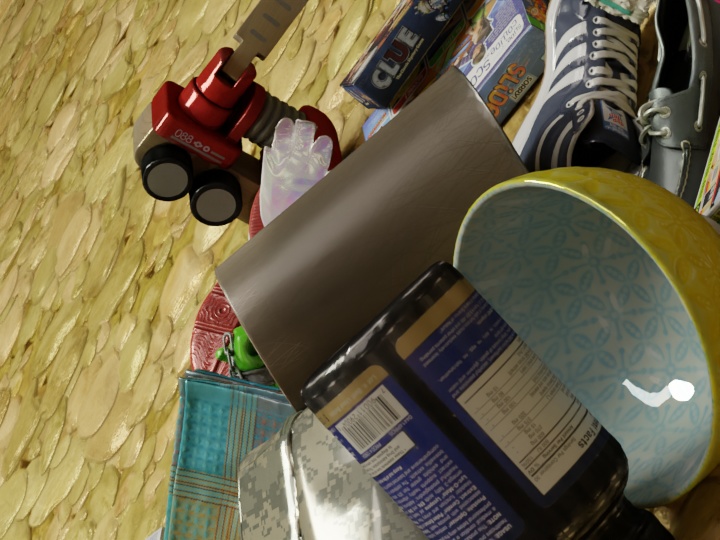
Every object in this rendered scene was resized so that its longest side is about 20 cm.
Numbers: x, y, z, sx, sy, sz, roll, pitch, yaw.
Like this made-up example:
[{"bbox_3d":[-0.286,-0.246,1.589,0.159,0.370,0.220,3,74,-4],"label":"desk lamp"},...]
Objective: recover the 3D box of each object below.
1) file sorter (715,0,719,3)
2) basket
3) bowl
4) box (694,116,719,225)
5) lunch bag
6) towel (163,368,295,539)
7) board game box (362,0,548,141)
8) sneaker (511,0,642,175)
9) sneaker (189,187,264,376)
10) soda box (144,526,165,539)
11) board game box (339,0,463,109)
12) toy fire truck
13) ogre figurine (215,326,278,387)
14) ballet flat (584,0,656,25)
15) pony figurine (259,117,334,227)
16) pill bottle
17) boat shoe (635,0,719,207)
[{"bbox_3d":[0.301,-0.212,0.984,0.125,0.139,0.200,-13,54,57],"label":"file sorter"},{"bbox_3d":[0.019,-0.005,1.188,0.200,0.180,0.136,-30,14,-1],"label":"basket"},{"bbox_3d":[0.158,0.023,1.040,0.108,0.200,0.200,-26,6,-31],"label":"bowl"},{"bbox_3d":[0.244,-0.119,1.076,0.110,0.035,0.200,110,179,-71],"label":"box"},{"bbox_3d":[0.025,0.168,1.120,0.168,0.139,0.200,-43,40,41],"label":"lunch bag"},{"bbox_3d":[-0.069,0.178,1.277,0.147,0.022,0.200,10,97,21],"label":"towel"},{"bbox_3d":[0.077,-0.145,1.476,0.200,0.034,0.135,-51,27,27],"label":"board game box"},{"bbox_3d":[0.164,-0.129,1.247,0.108,0.070,0.200,14,84,70],"label":"sneaker"},{"bbox_3d":[-0.067,0.031,1.508,0.078,0.116,0.200,16,65,23],"label":"sneaker"},{"bbox_3d":[-0.158,0.307,1.444,0.064,0.068,0.200,-39,34,42],"label":"soda box"},{"bbox_3d":[0.058,-0.222,1.516,0.200,0.035,0.135,-54,7,0],"label":"board game box"},{"bbox_3d":[-0.080,-0.143,1.614,0.200,0.176,0.129,-50,27,26],"label":"toy fire truck"},{"bbox_3d":[-0.064,0.125,1.368,0.200,0.098,0.120,120,144,-59],"label":"ogre figurine"},{"bbox_3d":[0.225,-0.237,1.239,0.200,0.072,0.072,-47,21,-14],"label":"ballet flat"},{"bbox_3d":[0.000,0.000,1.358,0.200,0.166,0.193,-108,31,-61],"label":"pony figurine"},{"bbox_3d":[0.072,0.102,0.999,0.112,0.200,0.112,-42,-1,-1],"label":"pill bottle"},{"bbox_3d":[0.194,-0.095,1.166,0.073,0.062,0.200,-14,53,59],"label":"boat shoe"}]
